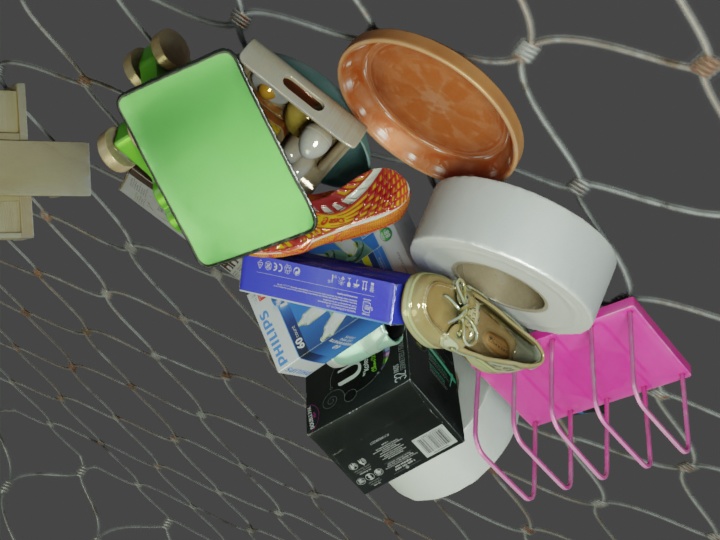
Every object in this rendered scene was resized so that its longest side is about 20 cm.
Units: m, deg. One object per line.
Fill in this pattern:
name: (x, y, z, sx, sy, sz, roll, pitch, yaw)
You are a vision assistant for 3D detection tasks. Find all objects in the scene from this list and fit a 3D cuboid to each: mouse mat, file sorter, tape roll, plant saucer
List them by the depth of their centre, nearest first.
plant saucer: (0.069, -0.159, 1.413, 0.198, 0.033, 0.201, 27, 155, 13)
mouse mat: (-0.143, -0.107, 1.454, 0.159, 0.008, 0.202, -17, 108, 32)
tape roll: (0.152, -0.013, 1.470, 0.200, 0.071, 0.203, 23, 164, 7)
file sorter: (0.232, 0.145, 1.546, 0.198, 0.127, 0.139, -22, 133, 29)
plant saucer: (-0.065, -0.167, 1.550, 0.198, 0.036, 0.201, 30, 159, 13)
tape roll: (0.095, 0.178, 1.795, 0.201, 0.204, 0.071, 1, 142, 50)

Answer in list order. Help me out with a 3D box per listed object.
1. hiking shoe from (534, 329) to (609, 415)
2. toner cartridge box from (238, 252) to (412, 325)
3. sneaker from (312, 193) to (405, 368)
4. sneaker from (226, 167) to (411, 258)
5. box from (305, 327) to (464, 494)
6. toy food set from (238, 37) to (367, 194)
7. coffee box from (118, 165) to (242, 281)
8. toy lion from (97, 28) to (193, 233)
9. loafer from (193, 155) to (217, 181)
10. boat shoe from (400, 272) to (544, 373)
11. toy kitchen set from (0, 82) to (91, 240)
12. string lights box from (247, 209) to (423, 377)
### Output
hiking shoe: (0.238, 0.095, 1.647, 0.085, 0.075, 0.201, 0, 145, 9)
toner cartridge box: (-0.020, 0.016, 1.508, 0.198, 0.044, 0.094, 12, -173, 36)
sneaker: (0.000, 0.000, 1.674, 0.117, 0.203, 0.073, -17, 169, 36)
sneaker: (-0.042, -0.048, 1.523, 0.197, 0.074, 0.077, -11, 160, -3)
box: (0.026, 0.131, 1.744, 0.147, 0.201, 0.125, -30, 124, 18)
toy food set: (-0.084, -0.144, 1.493, 0.143, 0.061, 0.200, 37, 158, -6)
coffee box: (-0.169, -0.090, 1.732, 0.199, 0.115, 0.080, 36, 156, -7)
toy lion: (-0.184, -0.132, 1.587, 0.068, 0.202, 0.191, -26, 129, 33)
loafer: (-0.111, -0.085, 1.555, 0.071, 0.063, 0.200, -23, 143, 16)
boat shoe: (0.113, 0.053, 1.466, 0.062, 0.074, 0.199, 3, 165, 39)
toy kitchen set: (-0.475, -0.138, 1.981, 0.161, 0.203, 0.180, -2, 177, -35)
string lights box: (-0.019, 0.022, 1.606, 0.059, 0.199, 0.104, 16, -136, -58)
